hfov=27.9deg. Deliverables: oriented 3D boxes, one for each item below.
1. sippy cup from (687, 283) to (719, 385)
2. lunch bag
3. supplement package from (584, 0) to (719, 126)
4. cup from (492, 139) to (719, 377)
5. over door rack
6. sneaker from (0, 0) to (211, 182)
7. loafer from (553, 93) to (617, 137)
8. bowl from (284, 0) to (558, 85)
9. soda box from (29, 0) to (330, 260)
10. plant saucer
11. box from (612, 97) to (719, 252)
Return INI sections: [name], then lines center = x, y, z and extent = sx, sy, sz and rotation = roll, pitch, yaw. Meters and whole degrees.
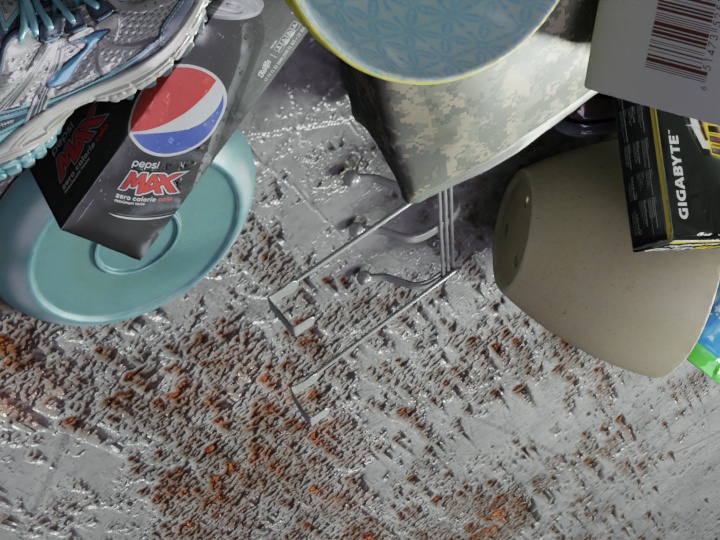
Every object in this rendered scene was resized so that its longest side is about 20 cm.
[sippy cup]
center = 0.363, 0.030, 1.461
extent = 0.131, 0.139, 0.178
rotation = -52, -176, 9
[lunch bag]
center = 0.087, -0.164, 0.943
extent = 0.199, 0.118, 0.164
rotation = -26, 147, -5
[supplement package]
center = 0.238, -0.182, 0.925
extent = 0.200, 0.117, 0.118
rotation = -40, 142, -52
[cup]
center = 0.190, -0.021, 1.190
extent = 0.142, 0.201, 0.201
rotation = 8, 135, -11
[over door rack]
center = 0.000, 0.000, 1.114
extent = 0.200, 0.066, 0.148
rotation = -46, 153, -22
[sneaker]
center = -0.167, -0.129, 0.796
extent = 0.200, 0.078, 0.086
rotation = -39, 145, 7
[loafer]
center = 0.236, -0.159, 1.137
extent = 0.199, 0.072, 0.063
rotation = -18, 139, -21
[bowl]
center = 0.019, -0.212, 0.801
extent = 0.199, 0.108, 0.201
rotation = -12, 114, -27
[soda box]
center = -0.109, -0.108, 0.857
extent = 0.063, 0.071, 0.200
rotation = 23, 111, -43
[plant saucer]
center = -0.156, -0.027, 0.988
extent = 0.199, 0.027, 0.201
rotation = -24, 146, -17
[box]
center = 0.265, -0.116, 1.088
extent = 0.159, 0.201, 0.049
rotation = -1, 171, -31
